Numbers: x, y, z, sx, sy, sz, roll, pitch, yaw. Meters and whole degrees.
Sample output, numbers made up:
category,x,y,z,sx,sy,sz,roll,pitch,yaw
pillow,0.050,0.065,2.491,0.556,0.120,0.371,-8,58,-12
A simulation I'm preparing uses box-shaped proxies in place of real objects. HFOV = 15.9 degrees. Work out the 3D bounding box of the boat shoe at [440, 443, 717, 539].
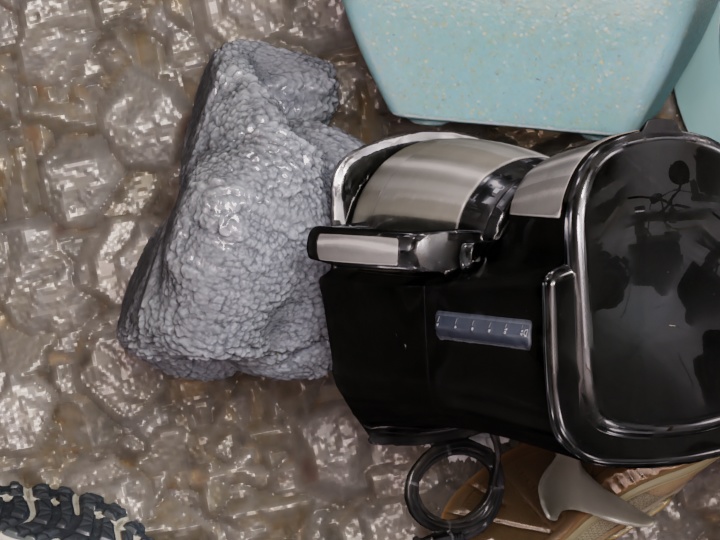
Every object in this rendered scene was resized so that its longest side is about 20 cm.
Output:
category,x,y,z,sx,sy,sz,roll,pitch,yaw
boat shoe,0.126,0.097,1.292,0.200,0.065,0.072,-35,68,-12

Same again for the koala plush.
category,x,y,z,sx,sy,sz,roll,pitch,yaw
koala plush,0.000,0.000,1.253,0.199,0.184,0.178,20,95,-9

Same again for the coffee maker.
category,x,y,z,sx,sy,sz,roll,pitch,yaw
coffee maker,0.085,0.032,1.117,0.134,0.200,0.193,-29,106,-24

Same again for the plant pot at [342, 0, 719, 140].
category,x,y,z,sx,sy,sz,roll,pitch,yaw
plant pot,0.086,-0.168,1.209,0.196,0.196,0.201,6,99,12

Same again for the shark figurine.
category,x,y,z,sx,sy,sz,roll,pitch,yaw
shark figurine,0.125,0.015,1.241,0.128,0.089,0.215,33,84,36

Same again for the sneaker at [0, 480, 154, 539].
category,x,y,z,sx,sy,sz,roll,pitch,yaw
sneaker,-0.198,0.157,1.328,0.199,0.078,0.087,7,106,12

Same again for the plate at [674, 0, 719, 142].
category,x,y,z,sx,sy,sz,roll,pitch,yaw
plate,0.244,-0.115,1.255,0.199,0.026,0.201,-2,86,24
